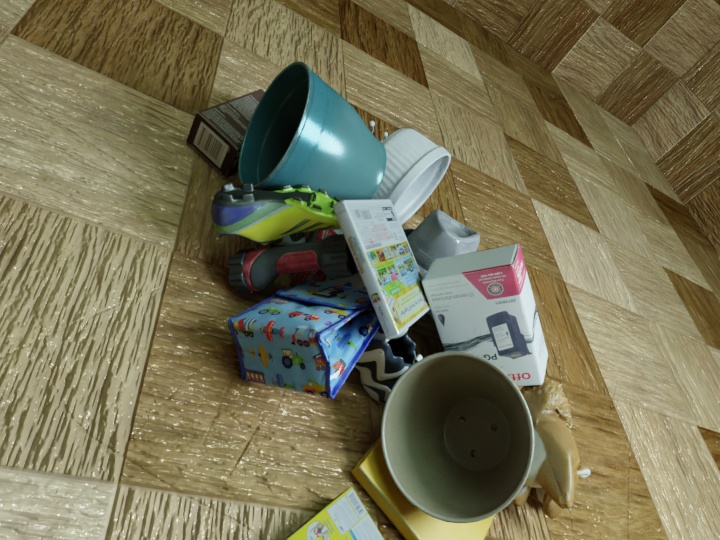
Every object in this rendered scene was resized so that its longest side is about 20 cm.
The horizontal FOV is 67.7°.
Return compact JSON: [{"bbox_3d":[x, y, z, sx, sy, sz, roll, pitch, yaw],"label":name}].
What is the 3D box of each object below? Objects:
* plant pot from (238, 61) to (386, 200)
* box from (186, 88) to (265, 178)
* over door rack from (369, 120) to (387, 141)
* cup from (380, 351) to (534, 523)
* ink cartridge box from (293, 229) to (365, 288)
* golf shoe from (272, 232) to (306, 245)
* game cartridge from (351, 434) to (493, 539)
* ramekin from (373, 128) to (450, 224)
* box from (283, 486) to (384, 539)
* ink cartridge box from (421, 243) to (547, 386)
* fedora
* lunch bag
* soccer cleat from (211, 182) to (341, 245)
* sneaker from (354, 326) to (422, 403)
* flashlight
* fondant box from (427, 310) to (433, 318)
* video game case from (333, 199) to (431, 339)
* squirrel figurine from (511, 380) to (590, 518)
[{"bbox_3d":[-0.065,-0.188,0.855,0.185,0.200,0.203,22,41,-35],"label":"plant pot"},{"bbox_3d":[-0.216,-0.259,0.996,0.100,0.075,0.200,41,40,2],"label":"box"},{"bbox_3d":[0.023,-0.266,1.209,0.197,0.067,0.150,-4,56,-42],"label":"over door rack"},{"bbox_3d":[0.143,0.222,0.729,0.143,0.198,0.203,32,27,-61],"label":"cup"},{"bbox_3d":[0.000,0.000,0.907,0.197,0.084,0.145,31,28,-11],"label":"ink cartridge box"},{"bbox_3d":[-0.131,-0.122,0.944,0.093,0.077,0.204,24,50,-31],"label":"golf shoe"},{"bbox_3d":[0.100,0.308,0.764,0.201,0.032,0.175,50,39,7],"label":"game cartridge"},{"bbox_3d":[0.079,-0.187,1.077,0.105,0.201,0.199,43,38,12],"label":"ramekin"},{"bbox_3d":[-0.051,0.345,0.586,0.198,0.048,0.118,-17,66,-50],"label":"box"},{"bbox_3d":[0.197,0.078,0.836,0.084,0.142,0.204,-49,124,-55],"label":"ink cartridge box"},{"bbox_3d":[0.152,-0.046,0.959,0.175,0.091,0.200,35,24,11],"label":"fedora"},{"bbox_3d":[-0.057,0.071,0.742,0.200,0.147,0.096,-40,127,-52],"label":"lunch bag"},{"bbox_3d":[-0.112,-0.074,0.765,0.195,0.085,0.065,3,34,-11],"label":"soccer cleat"},{"bbox_3d":[0.012,0.093,0.808,0.200,0.130,0.079,49,38,11],"label":"sneaker"},{"bbox_3d":[-0.095,-0.006,0.761,0.068,0.195,0.069,-41,122,-58],"label":"flashlight"},{"bbox_3d":[0.156,0.015,1.063,0.200,0.058,0.144,47,39,8],"label":"fondant box"},{"bbox_3d":[0.040,-0.013,0.767,0.186,0.023,0.199,67,22,1],"label":"video game case"},{"bbox_3d":[0.295,0.276,0.839,0.186,0.139,0.204,37,57,-41],"label":"squirrel figurine"}]
